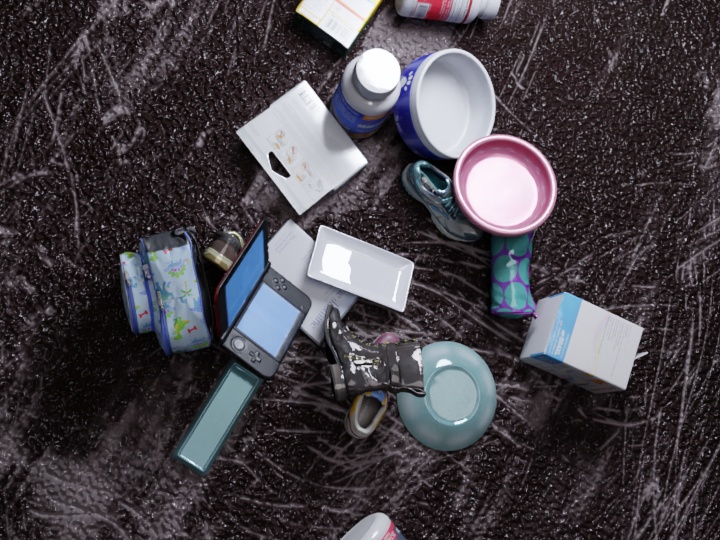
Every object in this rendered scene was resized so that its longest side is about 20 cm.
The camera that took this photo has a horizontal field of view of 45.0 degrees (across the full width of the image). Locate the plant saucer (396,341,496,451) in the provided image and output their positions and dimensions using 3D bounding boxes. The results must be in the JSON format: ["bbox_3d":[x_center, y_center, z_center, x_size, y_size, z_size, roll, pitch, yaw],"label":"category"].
[{"bbox_3d":[0.166,0.232,1.618,0.197,0.039,0.205,2,79,-11],"label":"plant saucer"}]

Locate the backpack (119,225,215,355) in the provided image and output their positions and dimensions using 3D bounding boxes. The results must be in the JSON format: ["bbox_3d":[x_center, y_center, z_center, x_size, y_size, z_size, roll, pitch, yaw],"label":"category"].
[{"bbox_3d":[-0.327,0.041,1.473,0.144,0.183,0.204,-14,94,-11],"label":"backpack"}]

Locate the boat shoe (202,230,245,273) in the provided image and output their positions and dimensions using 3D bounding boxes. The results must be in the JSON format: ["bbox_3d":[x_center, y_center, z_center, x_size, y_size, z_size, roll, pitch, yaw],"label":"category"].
[{"bbox_3d":[-0.227,-0.034,1.492,0.071,0.201,0.066,37,88,-5],"label":"boat shoe"}]

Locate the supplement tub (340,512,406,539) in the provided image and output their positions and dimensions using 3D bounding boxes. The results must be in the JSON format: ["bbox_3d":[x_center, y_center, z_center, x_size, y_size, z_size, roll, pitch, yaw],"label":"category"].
[{"bbox_3d":[0.049,0.534,1.487,0.140,0.140,0.201,-41,90,-16],"label":"supplement tub"}]

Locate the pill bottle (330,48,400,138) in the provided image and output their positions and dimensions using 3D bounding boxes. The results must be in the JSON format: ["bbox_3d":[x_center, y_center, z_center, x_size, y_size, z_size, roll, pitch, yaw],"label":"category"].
[{"bbox_3d":[0.012,-0.327,1.599,0.110,0.200,0.114,2,80,-11],"label":"pill bottle"}]

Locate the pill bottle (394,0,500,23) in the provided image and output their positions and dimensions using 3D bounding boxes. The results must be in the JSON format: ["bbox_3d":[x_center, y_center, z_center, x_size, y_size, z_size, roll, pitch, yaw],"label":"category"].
[{"bbox_3d":[0.174,-0.551,1.720,0.196,0.112,0.115,3,79,-12],"label":"pill bottle"}]

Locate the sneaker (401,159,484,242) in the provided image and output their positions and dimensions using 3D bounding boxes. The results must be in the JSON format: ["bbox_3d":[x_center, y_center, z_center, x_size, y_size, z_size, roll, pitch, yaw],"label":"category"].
[{"bbox_3d":[0.162,-0.131,1.656,0.199,0.086,0.078,41,75,-3],"label":"sneaker"}]

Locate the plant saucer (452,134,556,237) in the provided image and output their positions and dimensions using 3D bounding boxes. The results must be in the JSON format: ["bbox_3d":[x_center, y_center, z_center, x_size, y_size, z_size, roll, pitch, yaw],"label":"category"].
[{"bbox_3d":[0.265,-0.153,1.622,0.196,0.051,0.204,2,71,-6],"label":"plant saucer"}]

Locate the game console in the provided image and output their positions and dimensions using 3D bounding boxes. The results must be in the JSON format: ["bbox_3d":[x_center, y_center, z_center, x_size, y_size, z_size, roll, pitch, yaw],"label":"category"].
[{"bbox_3d":[-0.159,0.049,1.474,0.171,0.119,0.201,38,47,-10],"label":"game console"}]

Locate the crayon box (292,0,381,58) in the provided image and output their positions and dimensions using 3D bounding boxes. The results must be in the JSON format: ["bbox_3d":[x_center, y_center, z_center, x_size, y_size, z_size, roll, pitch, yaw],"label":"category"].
[{"bbox_3d":[-0.028,-0.537,1.705,0.125,0.052,0.202,34,76,-5],"label":"crayon box"}]

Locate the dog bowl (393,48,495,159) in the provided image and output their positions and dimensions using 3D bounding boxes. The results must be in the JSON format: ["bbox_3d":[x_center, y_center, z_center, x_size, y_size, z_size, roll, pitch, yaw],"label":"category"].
[{"bbox_3d":[0.160,-0.313,1.653,0.197,0.078,0.205,-2,94,-35],"label":"dog bowl"}]

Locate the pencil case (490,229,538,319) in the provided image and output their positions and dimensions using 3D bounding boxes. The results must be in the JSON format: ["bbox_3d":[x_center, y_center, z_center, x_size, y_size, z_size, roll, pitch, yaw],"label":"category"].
[{"bbox_3d":[0.294,-0.010,1.666,0.090,0.085,0.204,3,80,2],"label":"pencil case"}]

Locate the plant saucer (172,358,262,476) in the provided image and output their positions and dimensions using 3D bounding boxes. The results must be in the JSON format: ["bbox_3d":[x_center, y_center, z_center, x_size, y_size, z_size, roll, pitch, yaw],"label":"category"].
[{"bbox_3d":[-0.250,0.257,1.534,0.069,0.019,0.202,32,76,-5],"label":"plant saucer"}]

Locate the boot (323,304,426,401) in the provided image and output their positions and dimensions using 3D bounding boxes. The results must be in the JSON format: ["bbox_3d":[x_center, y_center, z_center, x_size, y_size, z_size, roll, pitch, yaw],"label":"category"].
[{"bbox_3d":[0.025,0.143,1.538,0.171,0.070,0.203,-8,59,-6],"label":"boot"}]

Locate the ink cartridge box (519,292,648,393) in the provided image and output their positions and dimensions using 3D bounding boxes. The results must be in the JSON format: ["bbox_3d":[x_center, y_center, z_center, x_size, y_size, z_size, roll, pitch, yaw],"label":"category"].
[{"bbox_3d":[0.427,0.145,1.644,0.197,0.129,0.127,24,76,-6],"label":"ink cartridge box"}]

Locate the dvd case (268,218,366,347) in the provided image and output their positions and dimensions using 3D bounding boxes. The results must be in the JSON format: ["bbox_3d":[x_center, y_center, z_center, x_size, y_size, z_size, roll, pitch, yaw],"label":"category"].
[{"bbox_3d":[-0.105,0.022,1.607,0.200,0.018,0.143,42,74,-3],"label":"dvd case"}]

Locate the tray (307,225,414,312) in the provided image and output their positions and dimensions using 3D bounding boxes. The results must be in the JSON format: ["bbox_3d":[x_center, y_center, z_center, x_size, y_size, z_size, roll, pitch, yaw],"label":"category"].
[{"bbox_3d":[0.000,0.000,1.617,0.197,0.022,0.109,21,63,-13],"label":"tray"}]

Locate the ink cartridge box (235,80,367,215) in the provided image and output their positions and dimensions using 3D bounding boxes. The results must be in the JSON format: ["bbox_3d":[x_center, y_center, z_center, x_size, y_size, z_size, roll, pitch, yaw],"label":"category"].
[{"bbox_3d":[-0.110,-0.227,1.637,0.173,0.044,0.201,-38,90,-15],"label":"ink cartridge box"}]

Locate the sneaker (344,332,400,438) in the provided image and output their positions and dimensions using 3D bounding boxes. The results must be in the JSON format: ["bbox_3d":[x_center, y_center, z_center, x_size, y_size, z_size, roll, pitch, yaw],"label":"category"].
[{"bbox_3d":[0.034,0.207,1.567,0.074,0.090,0.203,21,77,-8],"label":"sneaker"}]
